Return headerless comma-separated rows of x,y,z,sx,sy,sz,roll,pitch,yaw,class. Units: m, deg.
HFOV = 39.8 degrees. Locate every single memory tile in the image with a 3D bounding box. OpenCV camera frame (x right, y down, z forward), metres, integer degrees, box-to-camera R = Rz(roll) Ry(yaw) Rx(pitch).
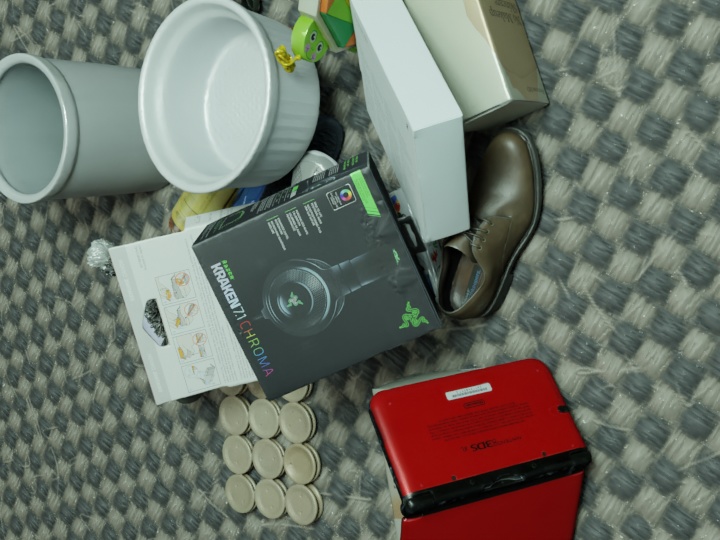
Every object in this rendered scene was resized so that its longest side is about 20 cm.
-0.113,0.206,1.222,0.152,0.017,0.202,-1,94,36,memory tile

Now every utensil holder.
-0.333,-0.172,1.219,0.169,0.199,0.172,5,99,36,utensil holder

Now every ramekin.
-0.136,-0.182,1.058,0.199,0.097,0.202,2,93,38,ramekin

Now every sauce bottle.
-0.159,-0.116,1.187,0.066,0.066,0.200,49,118,20,sauce bottle

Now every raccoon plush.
-0.208,0.015,1.174,0.133,0.199,0.097,-24,55,36,raccoon plush

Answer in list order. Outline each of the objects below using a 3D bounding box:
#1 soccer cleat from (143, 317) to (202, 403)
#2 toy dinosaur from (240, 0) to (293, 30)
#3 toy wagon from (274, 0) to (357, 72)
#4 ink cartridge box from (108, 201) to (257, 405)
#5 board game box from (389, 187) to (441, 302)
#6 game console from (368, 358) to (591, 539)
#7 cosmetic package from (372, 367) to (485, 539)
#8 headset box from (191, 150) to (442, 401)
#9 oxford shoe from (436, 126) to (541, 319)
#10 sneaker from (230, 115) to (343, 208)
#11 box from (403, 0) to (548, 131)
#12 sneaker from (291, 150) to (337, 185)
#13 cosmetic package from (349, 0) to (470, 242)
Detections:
-0.250,0.075,1.283,0.073,0.068,0.201,-23,86,59,soccer cleat
-0.150,-0.285,1.159,0.198,0.102,0.137,2,113,17,toy dinosaur
-0.015,-0.276,0.974,0.039,0.155,0.201,25,78,25,toy wagon
-0.169,0.038,1.121,0.175,0.045,0.202,-13,113,-3,ink cartridge box
0.000,0.000,1.103,0.199,0.035,0.127,-22,82,36,board game box
0.109,0.199,0.967,0.119,0.198,0.173,114,140,-52,game console
0.089,0.209,1.033,0.103,0.087,0.202,-11,89,37,cosmetic package
-0.033,0.002,0.970,0.199,0.093,0.175,-23,104,6,headset box
0.124,-0.042,0.980,0.072,0.084,0.202,22,106,33,oxford shoe
-0.098,-0.107,1.143,0.201,0.066,0.079,-52,43,20,sneaker
0.103,-0.241,0.964,0.077,0.095,0.202,-21,85,34,box
-0.058,-0.028,1.069,0.074,0.082,0.202,8,99,35,sneaker
0.046,-0.151,0.946,0.051,0.151,0.201,-19,53,-3,cosmetic package
